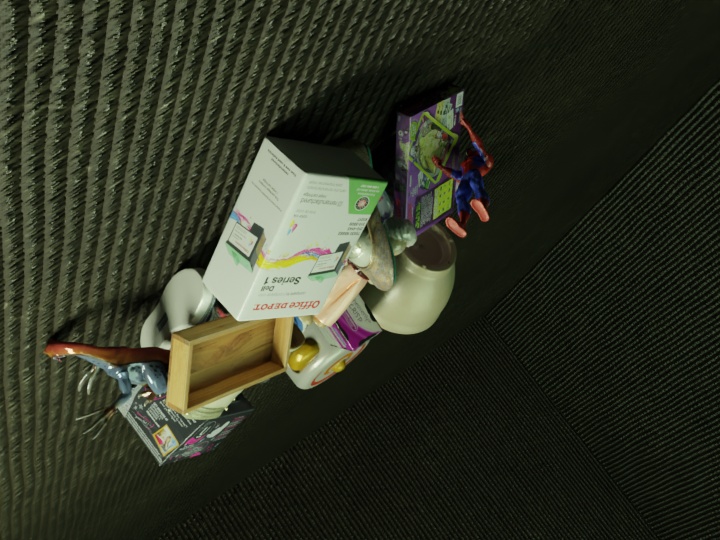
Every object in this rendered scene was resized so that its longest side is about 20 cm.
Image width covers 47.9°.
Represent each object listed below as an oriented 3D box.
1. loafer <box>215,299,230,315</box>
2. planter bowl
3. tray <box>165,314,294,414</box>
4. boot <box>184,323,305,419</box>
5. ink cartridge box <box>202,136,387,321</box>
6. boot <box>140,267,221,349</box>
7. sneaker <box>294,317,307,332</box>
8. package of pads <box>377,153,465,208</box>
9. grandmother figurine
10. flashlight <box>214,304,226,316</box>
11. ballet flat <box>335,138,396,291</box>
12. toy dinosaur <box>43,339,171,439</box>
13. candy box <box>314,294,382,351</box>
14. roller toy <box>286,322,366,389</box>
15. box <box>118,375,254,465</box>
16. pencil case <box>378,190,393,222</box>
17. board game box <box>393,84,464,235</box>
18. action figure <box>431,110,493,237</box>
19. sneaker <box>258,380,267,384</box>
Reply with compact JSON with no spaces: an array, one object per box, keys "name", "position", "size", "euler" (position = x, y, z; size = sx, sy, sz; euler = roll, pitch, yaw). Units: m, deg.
[{"name":"loafer","position":[-0.154,-0.014,1.064],"size":[0.069,0.075,0.201],"euler":[-15,145,-46]},{"name":"planter bowl","position":[0.083,-0.011,1.391],"size":[0.199,0.201,0.135],"euler":[-26,163,-40]},{"name":"tray","position":[-0.167,0.109,1.068],"size":[0.199,0.037,0.100],"euler":[-18,122,-54]},{"name":"boot","position":[-0.181,0.149,1.251],"size":[0.155,0.072,0.200],"euler":[-50,166,25]},{"name":"ink cartridge box","position":[-0.078,-0.045,0.957],"size":[0.144,0.084,0.201],"euler":[-1,127,-50]},{"name":"boot","position":[-0.217,0.056,1.079],"size":[0.090,0.073,0.200],"euler":[-2,155,-39]},{"name":"sneaker","position":[-0.144,0.065,1.352],"size":[0.089,0.079,0.201],"euler":[-28,156,-11]},{"name":"package of pads","position":[0.084,-0.128,1.281],"size":[0.120,0.076,0.199],"euler":[-44,166,34]},{"name":"grandmother figurine","position":[0.000,0.000,1.135],"size":[0.200,0.061,0.121],"euler":[-43,163,16]},{"name":"flashlight","position":[-0.209,0.077,1.212],"size":[0.200,0.068,0.068],"euler":[-45,162,32]},{"name":"ballet flat","position":[-0.008,-0.065,1.043],"size":[0.067,0.202,0.068],"euler":[-17,-175,-36]},{"name":"toy dinosaur","position":[-0.297,0.111,1.013],"size":[0.201,0.104,0.182],"euler":[-55,141,-22]},{"name":"candy box","position":[-0.044,0.053,1.295],"size":[0.061,0.137,0.200],"euler":[-34,-174,-12]},{"name":"roller toy","position":[-0.077,0.139,1.594],"size":[0.182,0.140,0.200],"euler":[-34,167,-17]},{"name":"box","position":[-0.287,0.227,1.357],"size":[0.115,0.132,0.200],"euler":[-43,166,7]},{"name":"pencil case","position":[-0.050,-0.060,1.138],"size":[0.199,0.091,0.083],"euler":[-35,-171,-10]},{"name":"board game box","position":[0.094,-0.148,1.142],"size":[0.120,0.032,0.202],"euler":[-37,141,-40]},{"name":"action figure","position":[0.135,-0.138,1.097],"size":[0.065,0.099,0.201],"euler":[-33,-162,27]},{"name":"sneaker","position":[-0.184,0.151,1.436],"size":[0.070,0.100,0.199],"euler":[-47,167,35]}]
